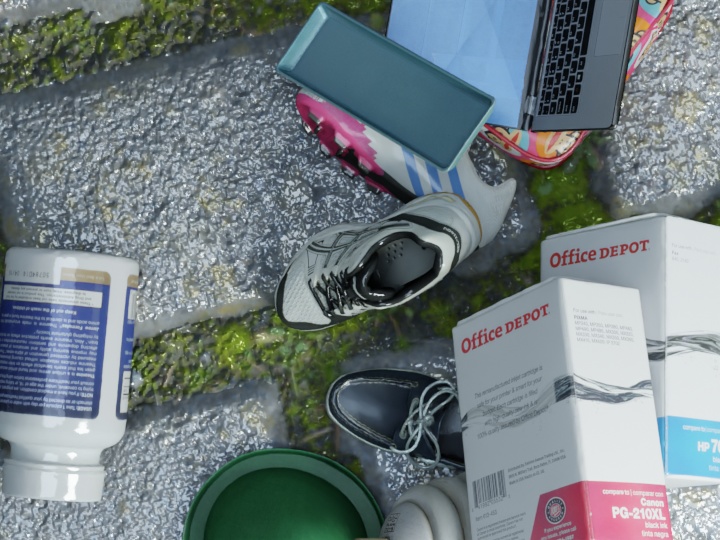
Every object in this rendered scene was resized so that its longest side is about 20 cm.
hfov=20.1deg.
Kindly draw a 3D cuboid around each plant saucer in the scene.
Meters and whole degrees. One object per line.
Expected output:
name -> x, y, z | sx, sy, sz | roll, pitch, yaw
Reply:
plant saucer -> 0.020, -0.145, 1.607 | 0.200, 0.019, 0.070 | 34, 88, 36

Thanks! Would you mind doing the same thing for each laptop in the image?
laptop -> 0.117, -0.209, 1.570 | 0.115, 0.200, 0.188 | 10, 89, -24

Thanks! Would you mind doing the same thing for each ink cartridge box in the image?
ink cartridge box -> 0.148, 0.121, 1.525 | 0.084, 0.145, 0.201 | 7, 69, -33
ink cartridge box -> 0.215, 0.068, 1.590 | 0.086, 0.146, 0.201 | 10, 77, -35

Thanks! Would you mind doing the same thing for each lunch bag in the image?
lunch bag -> 0.142, -0.201, 1.657 | 0.176, 0.082, 0.200 | 36, 91, 5

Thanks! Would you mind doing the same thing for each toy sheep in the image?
toy sheep -> 0.082, 0.227, 1.612 | 0.199, 0.138, 0.139 | 5, 87, -34

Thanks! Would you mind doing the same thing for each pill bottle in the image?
pill bottle -> -0.243, 0.084, 1.658 | 0.110, 0.111, 0.201 | 5, 88, 4

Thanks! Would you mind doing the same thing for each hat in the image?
hat -> -0.056, 0.234, 1.604 | 0.199, 0.176, 0.166 | 15, 90, 4

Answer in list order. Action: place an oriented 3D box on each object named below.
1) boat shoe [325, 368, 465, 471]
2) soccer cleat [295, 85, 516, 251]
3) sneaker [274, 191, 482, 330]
boat shoe -> 0.067, 0.129, 1.658 | 0.199, 0.062, 0.075 | 21, 88, 4
soccer cleat -> 0.040, -0.099, 1.674 | 0.200, 0.070, 0.086 | 40, 76, 2
sneaker -> 0.000, 0.000, 1.626 | 0.200, 0.088, 0.076 | -29, 101, 30
